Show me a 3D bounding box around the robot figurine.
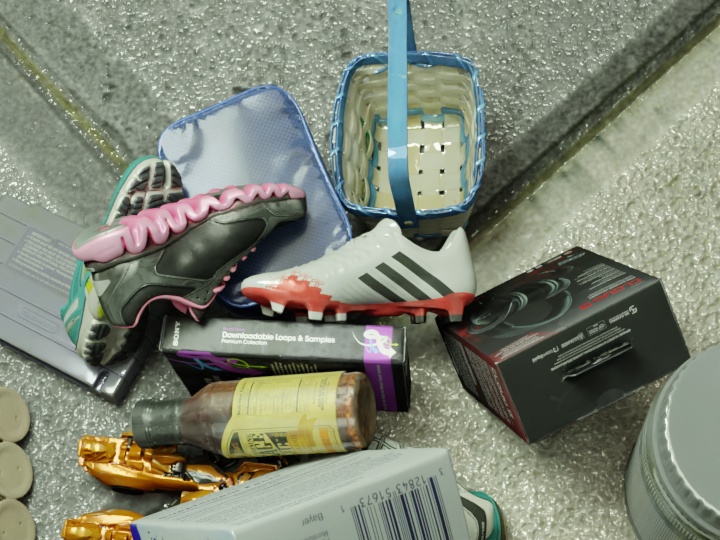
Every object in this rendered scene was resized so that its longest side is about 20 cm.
[{"bbox_3d":[-0.144,0.198,1.155,0.197,0.058,0.147,4,69,5],"label":"robot figurine"}]

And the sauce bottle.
[{"bbox_3d":[-0.088,0.119,1.114,0.197,0.066,0.067,-6,65,19],"label":"sauce bottle"}]

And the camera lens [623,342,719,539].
[{"bbox_3d":[0.291,0.154,1.068,0.157,0.200,0.162,-1,67,3],"label":"camera lens"}]

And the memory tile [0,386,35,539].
[{"bbox_3d":[-0.347,0.156,1.125,0.017,0.199,0.155,-22,65,30],"label":"memory tile"}]

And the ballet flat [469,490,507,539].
[{"bbox_3d":[0.086,0.262,1.097,0.070,0.072,0.201,2,32,5],"label":"ballet flat"}]

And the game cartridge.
[{"bbox_3d":[-0.271,0.022,1.254,0.198,0.039,0.130,25,67,14],"label":"game cartridge"}]

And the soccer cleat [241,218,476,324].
[{"bbox_3d":[0.000,0.000,1.123,0.197,0.069,0.087,1,83,-13],"label":"soccer cleat"}]

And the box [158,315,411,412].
[{"bbox_3d":[-0.058,0.079,1.154,0.197,0.143,0.037,2,69,4],"label":"box"}]

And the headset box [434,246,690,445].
[{"bbox_3d":[0.162,0.057,1.119,0.147,0.200,0.078,-26,103,-6],"label":"headset box"}]

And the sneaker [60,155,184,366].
[{"bbox_3d":[-0.211,-0.014,1.162,0.077,0.202,0.080,-4,40,-45],"label":"sneaker"}]

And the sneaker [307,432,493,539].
[{"bbox_3d":[0.030,0.175,1.141,0.087,0.077,0.200,-18,40,-31],"label":"sneaker"}]

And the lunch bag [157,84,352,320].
[{"bbox_3d":[-0.094,-0.059,1.220,0.134,0.132,0.202,-21,80,-6],"label":"lunch bag"}]

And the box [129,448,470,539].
[{"bbox_3d":[-0.046,0.209,1.017,0.182,0.199,0.106,-15,90,-30],"label":"box"}]

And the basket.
[{"bbox_3d":[0.041,-0.118,1.200,0.137,0.201,0.179,1,65,4],"label":"basket"}]

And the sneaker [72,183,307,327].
[{"bbox_3d":[-0.127,-0.012,1.099,0.198,0.079,0.097,-20,98,-25],"label":"sneaker"}]
